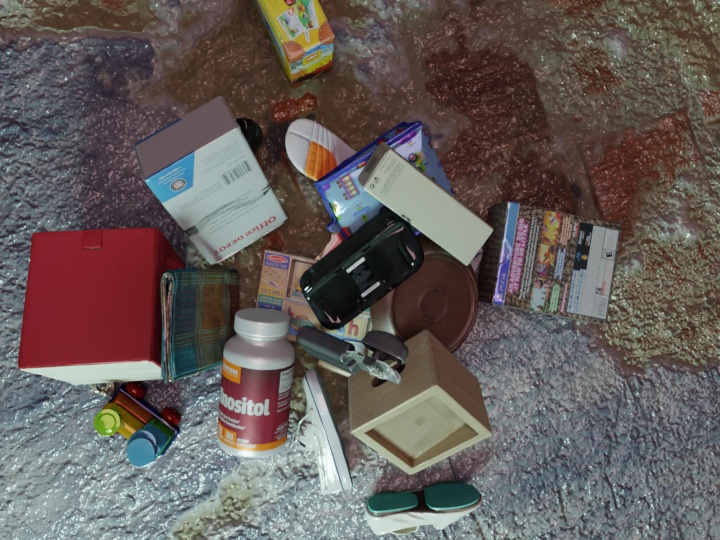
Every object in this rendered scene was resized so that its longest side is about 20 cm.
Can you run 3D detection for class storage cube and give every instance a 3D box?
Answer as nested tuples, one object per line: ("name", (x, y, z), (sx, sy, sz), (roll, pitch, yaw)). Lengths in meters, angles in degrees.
("storage cube", (-0.355, 0.057, 0.838), (0.193, 0.171, 0.186), (-2, 73, -4))

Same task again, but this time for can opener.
("can opener", (-0.011, 0.112, 0.859), (0.068, 0.197, 0.054), (-55, 133, -19))

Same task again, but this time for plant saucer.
("plant saucer", (0.110, 0.053, 0.924), (0.194, 0.034, 0.207), (-3, 98, -19))

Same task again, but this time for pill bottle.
("pill bottle", (-0.158, 0.168, 0.895), (0.109, 0.113, 0.207), (5, 99, -5))

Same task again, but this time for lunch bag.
("lunch bag", (0.034, -0.114, 0.918), (0.197, 0.094, 0.153), (-33, 109, -7))

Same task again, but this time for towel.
("towel", (-0.228, 0.072, 0.863), (0.021, 0.199, 0.152), (0, 91, 16))

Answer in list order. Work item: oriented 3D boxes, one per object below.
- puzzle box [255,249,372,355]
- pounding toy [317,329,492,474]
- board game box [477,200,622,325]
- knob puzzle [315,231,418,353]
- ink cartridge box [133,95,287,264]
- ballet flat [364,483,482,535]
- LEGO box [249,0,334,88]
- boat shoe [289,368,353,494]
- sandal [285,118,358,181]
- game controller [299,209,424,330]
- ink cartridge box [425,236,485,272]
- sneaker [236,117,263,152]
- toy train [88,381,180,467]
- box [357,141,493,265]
("puzzle box", (-0.069, 0.051, 0.942), (0.193, 0.025, 0.138), (11, 96, 2))
("pounding toy", (0.061, 0.192, 0.897), (0.198, 0.144, 0.184), (-33, 125, 22))
("board game box", (0.305, -0.011, 0.962), (0.193, 0.097, 0.165), (11, 89, -5))
("knob puzzle", (0.024, 0.003, 0.968), (0.212, 0.030, 0.228), (0, 90, -5))
("ink cartridge box", (-0.212, -0.125, 0.859), (0.143, 0.202, 0.085), (-30, 55, -5))
("ballet flat", (0.104, 0.398, 0.966), (0.193, 0.069, 0.072), (-7, 91, -1))
("LEGO box", (-0.118, -0.406, 0.894), (0.076, 0.149, 0.204), (-27, 93, -5))
("boat shoe", (-0.077, 0.266, 0.943), (0.084, 0.075, 0.208), (-16, 101, -3))
("sandal", (-0.040, -0.167, 0.952), (0.203, 0.059, 0.081), (27, 84, -27))
("game controller", (0.000, 0.000, 0.889), (0.198, 0.042, 0.106), (-37, 86, 11))
("ink cartridge box", (0.122, 0.030, 0.963), (0.098, 0.039, 0.205), (26, 88, -21))
("sneaker", (-0.244, -0.179, 0.918), (0.198, 0.079, 0.076), (-39, 93, -3))
("toy train", (-0.374, 0.215, 0.886), (0.198, 0.116, 0.085), (38, 86, -5))
("box", (0.093, -0.098, 0.853), (0.198, 0.082, 0.069), (35, 102, -16))
